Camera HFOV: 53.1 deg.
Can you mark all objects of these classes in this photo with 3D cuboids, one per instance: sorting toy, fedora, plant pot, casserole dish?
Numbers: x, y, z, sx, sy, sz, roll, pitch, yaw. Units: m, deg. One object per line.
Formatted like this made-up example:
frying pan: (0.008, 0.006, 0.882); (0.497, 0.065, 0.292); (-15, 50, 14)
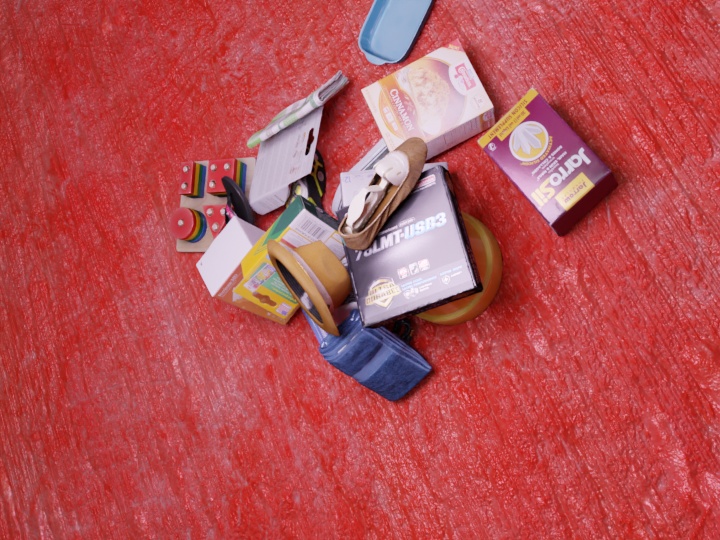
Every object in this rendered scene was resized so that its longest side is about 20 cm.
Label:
sorting toy: (-0.322, -0.143, 1.544); (0.196, 0.069, 0.204); (1, 83, 27)
fedora: (-0.071, 0.012, 1.165); (0.081, 0.202, 0.201); (-38, 64, -13)
plant pot: (0.125, -0.016, 1.230); (0.197, 0.188, 0.206); (-4, 81, 25)
casserole dish: (0.075, -0.492, 1.405); (0.120, 0.039, 0.203); (29, 97, 27)

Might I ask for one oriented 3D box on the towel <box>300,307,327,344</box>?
towel: (-0.034, 0.040, 1.396); (0.199, 0.024, 0.146); (-40, 67, 17)

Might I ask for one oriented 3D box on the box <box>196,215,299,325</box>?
box: (-0.191, 0.004, 1.373); (0.125, 0.199, 0.098); (-48, 49, 13)

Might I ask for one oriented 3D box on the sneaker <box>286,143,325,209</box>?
sneaker: (-0.117, -0.155, 1.439); (0.075, 0.075, 0.205); (-8, 74, 35)

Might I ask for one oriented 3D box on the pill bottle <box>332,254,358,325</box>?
pill bottle: (0.000, 0.000, 1.298); (0.104, 0.106, 0.203); (-13, 54, 25)

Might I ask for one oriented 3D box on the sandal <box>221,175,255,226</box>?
sandal: (-0.243, -0.091, 1.452); (0.075, 0.045, 0.204); (17, 128, 59)

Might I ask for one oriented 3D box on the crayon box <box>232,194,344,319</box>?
crayon box: (-0.120, -0.020, 1.259); (0.200, 0.125, 0.052); (-46, 37, 18)

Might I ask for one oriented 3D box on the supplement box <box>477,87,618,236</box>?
supplement box: (0.311, -0.179, 1.204); (0.131, 0.103, 0.201); (-43, 67, 15)

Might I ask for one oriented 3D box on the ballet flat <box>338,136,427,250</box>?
ballet flat: (0.029, -0.122, 1.096); (0.068, 0.072, 0.201); (42, 101, 29)

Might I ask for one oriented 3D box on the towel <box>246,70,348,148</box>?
towel: (-0.126, -0.317, 1.414); (0.198, 0.150, 0.031); (-23, 109, 34)

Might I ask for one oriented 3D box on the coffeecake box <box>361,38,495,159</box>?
coffeecake box: (0.123, -0.297, 1.308); (0.197, 0.073, 0.156); (-26, 71, 5)

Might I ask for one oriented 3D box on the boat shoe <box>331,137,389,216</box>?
boat shoe: (0.024, -0.172, 1.367); (0.071, 0.072, 0.201); (44, 101, 29)

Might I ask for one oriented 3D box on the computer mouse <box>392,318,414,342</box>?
computer mouse: (0.000, 0.098, 1.338); (0.198, 0.044, 0.111); (32, 105, 17)

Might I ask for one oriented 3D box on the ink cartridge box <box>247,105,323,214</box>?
ink cartridge box: (-0.136, -0.215, 1.416); (0.197, 0.057, 0.166); (-15, 56, 39)

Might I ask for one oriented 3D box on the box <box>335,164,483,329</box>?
box: (0.072, -0.034, 1.128); (0.197, 0.049, 0.202); (-20, 75, 22)

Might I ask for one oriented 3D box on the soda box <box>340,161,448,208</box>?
soda box: (0.062, -0.147, 1.302); (0.195, 0.068, 0.065); (-6, 79, -2)

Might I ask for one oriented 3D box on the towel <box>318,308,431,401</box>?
towel: (0.027, 0.154, 1.253); (0.112, 0.199, 0.049); (-44, 35, 13)
